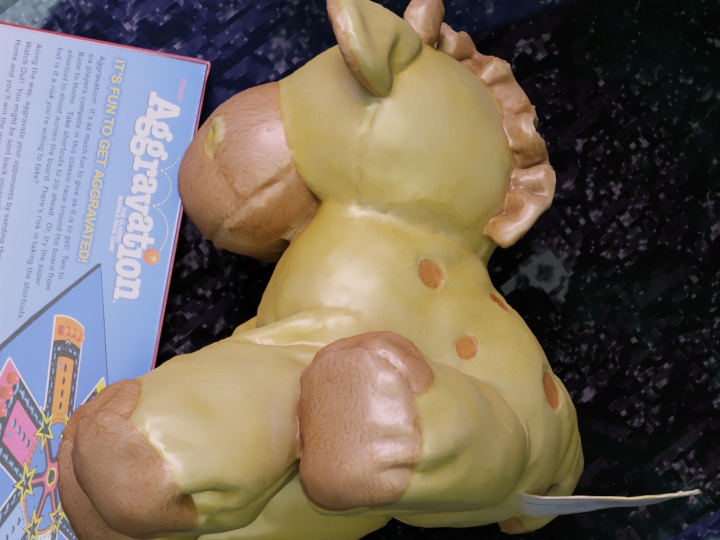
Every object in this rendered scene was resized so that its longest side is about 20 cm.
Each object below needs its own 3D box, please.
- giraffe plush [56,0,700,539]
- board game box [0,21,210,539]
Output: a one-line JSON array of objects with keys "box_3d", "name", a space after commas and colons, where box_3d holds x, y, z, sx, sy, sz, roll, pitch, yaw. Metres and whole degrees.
[{"box_3d": [0.000, 0.000, 0.945, 0.199, 0.173, 0.163, -4, 80, -11], "name": "giraffe plush"}, {"box_3d": [-0.117, 0.020, 0.995, 0.102, 0.019, 0.201, 11, 88, -3], "name": "board game box"}]
